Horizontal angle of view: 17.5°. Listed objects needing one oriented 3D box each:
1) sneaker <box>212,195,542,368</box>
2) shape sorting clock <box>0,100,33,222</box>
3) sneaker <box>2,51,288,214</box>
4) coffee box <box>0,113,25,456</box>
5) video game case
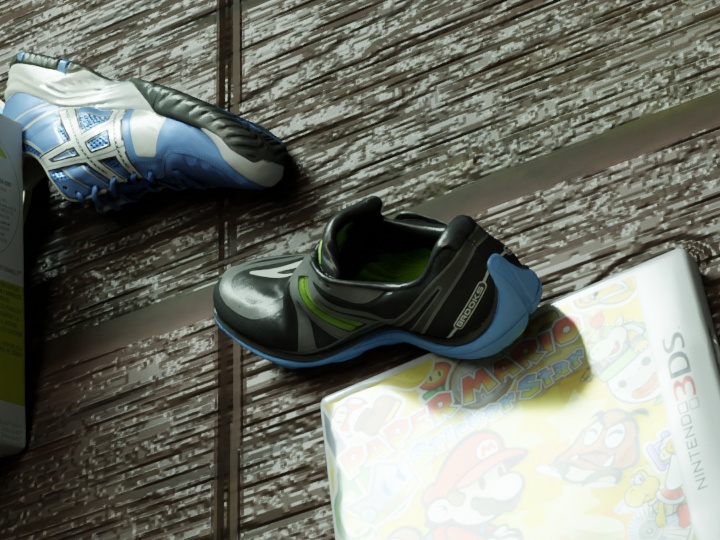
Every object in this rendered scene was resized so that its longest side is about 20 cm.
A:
[{"bbox_3d":[0.000,0.000,1.146,0.200,0.083,0.071,-4,41,47],"label":"sneaker"},{"bbox_3d":[-0.281,-0.027,1.404,0.200,0.039,0.200,-19,49,23],"label":"shape sorting clock"},{"bbox_3d":[-0.124,-0.066,1.311,0.200,0.076,0.077,15,85,37],"label":"sneaker"},{"bbox_3d":[-0.316,0.002,1.254,0.200,0.200,0.198,-11,73,27],"label":"coffee box"},{"bbox_3d":[0.079,0.098,1.073,0.200,0.023,0.182,-24,47,18],"label":"video game case"}]
